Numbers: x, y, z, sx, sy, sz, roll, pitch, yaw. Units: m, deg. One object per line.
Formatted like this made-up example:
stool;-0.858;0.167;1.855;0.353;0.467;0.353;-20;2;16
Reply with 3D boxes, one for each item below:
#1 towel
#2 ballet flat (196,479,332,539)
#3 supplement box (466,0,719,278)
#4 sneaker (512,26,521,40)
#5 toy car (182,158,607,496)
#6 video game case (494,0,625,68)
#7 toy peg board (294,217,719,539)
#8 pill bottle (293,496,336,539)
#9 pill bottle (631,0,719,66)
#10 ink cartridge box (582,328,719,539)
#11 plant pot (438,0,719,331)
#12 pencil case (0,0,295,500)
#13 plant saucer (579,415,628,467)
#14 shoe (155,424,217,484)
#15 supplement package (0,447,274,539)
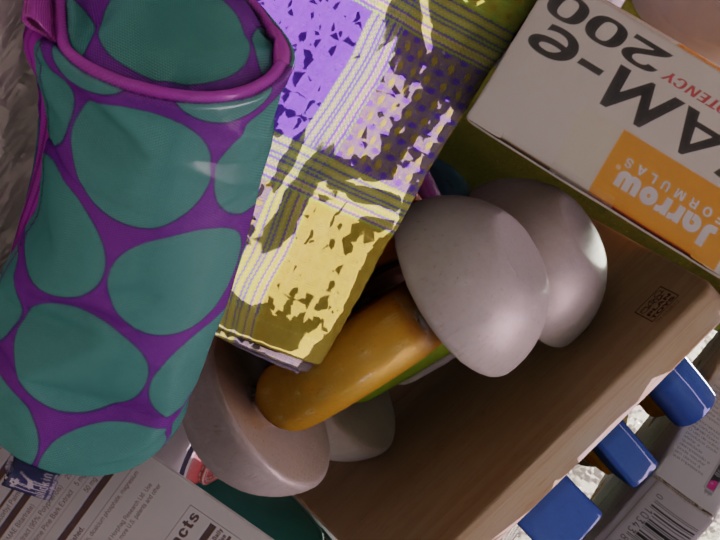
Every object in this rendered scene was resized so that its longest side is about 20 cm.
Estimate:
towel;-0.020;-0.060;1.003;0.143;0.023;0.200;28;96;-39
ballet flat;-0.031;0.172;1.334;0.067;0.200;0.071;-35;153;-47
supplement box;0.135;-0.053;1.100;0.074;0.126;0.200;-59;166;6
sneaker;0.017;-0.114;1.106;0.085;0.075;0.200;-60;159;4
toy car;0.000;0.000;1.157;0.175;0.150;0.200;-32;174;23
video game case;0.111;-0.185;1.217;0.200;0.018;0.143;-58;-151;2
toy peg board;0.082;0.083;1.242;0.200;0.098;0.199;-44;-156;-5
pill bottle;-0.041;0.160;1.480;0.112;0.112;0.200;-47;165;-41
pill bottle;0.218;-0.172;1.313;0.200;0.109;0.109;-26;147;-57
ink cartridge box;0.151;0.114;1.315;0.200;0.043;0.197;-49;174;-47
plant pot;0.161;-0.066;1.392;0.187;0.200;0.187;-45;179;-1
pencil case;-0.087;-0.015;0.889;0.085;0.092;0.200;-91;-164;-45
plant saucer;0.088;0.017;1.414;0.035;0.200;0.200;-42;175;22
shoe;-0.023;0.065;1.351;0.200;0.091;0.072;-45;163;-46
supplement package;-0.098;0.159;1.014;0.151;0.200;0.152;-55;168;-11
